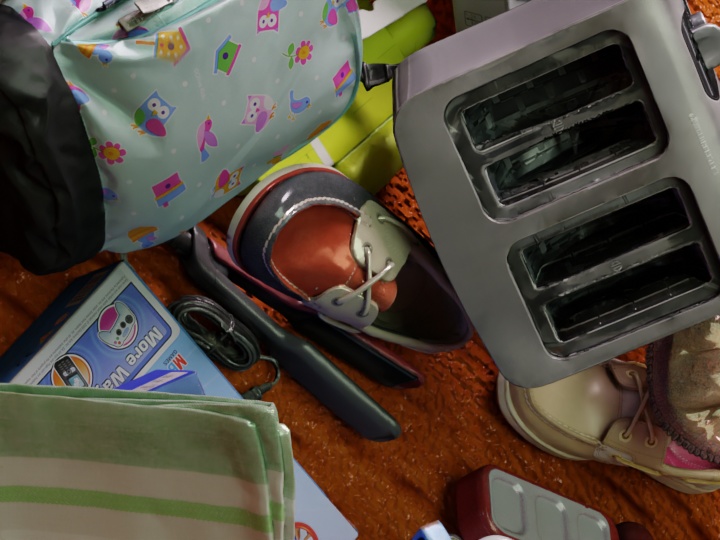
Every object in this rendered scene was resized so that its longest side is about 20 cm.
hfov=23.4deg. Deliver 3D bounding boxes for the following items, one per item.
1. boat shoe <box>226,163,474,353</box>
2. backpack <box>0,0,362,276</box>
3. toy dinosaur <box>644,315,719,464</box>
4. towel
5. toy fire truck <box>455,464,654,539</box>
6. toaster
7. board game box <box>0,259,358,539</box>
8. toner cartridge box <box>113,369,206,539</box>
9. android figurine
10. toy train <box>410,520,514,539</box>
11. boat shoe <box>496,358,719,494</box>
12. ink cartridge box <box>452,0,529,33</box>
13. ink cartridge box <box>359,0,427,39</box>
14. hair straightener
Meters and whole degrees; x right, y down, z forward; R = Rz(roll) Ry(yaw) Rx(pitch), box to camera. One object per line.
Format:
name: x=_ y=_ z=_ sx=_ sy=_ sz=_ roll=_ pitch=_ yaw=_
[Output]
boat shoe: x=0.000 y=0.000 z=0.921 sx=0.071 sy=0.063 sz=0.200 roll=-51 pitch=150 yaw=6
backpack: x=-0.099 y=-0.098 z=0.835 sx=0.199 sy=0.168 sz=0.126 roll=-35 pitch=57 yaw=-26
toy dinosaur: x=0.195 y=0.045 z=1.021 sx=0.134 sy=0.086 sz=0.202 roll=10 pitch=61 yaw=-20
towel: x=-0.095 y=0.151 z=0.745 sx=0.023 sy=0.151 sz=0.202 roll=-28 pitch=118 yaw=-66
toy fire truck: x=0.140 y=0.212 z=1.013 sx=0.199 sy=0.112 sz=0.169 roll=23 pitch=49 yaw=-31
toaster: x=0.113 y=-0.055 z=0.933 sx=0.119 sy=0.198 sz=0.182 roll=-79 pitch=145 yaw=-73
board game box: x=-0.126 y=0.135 z=0.857 sx=0.196 sy=0.056 sz=0.200 roll=51 pitch=57 yaw=-17
toner cartridge box: x=-0.068 y=0.147 z=0.799 sx=0.043 sy=0.095 sz=0.202 roll=-21 pitch=93 yaw=-16
android figurine: x=-0.040 y=-0.120 z=0.983 sx=0.200 sy=0.041 sz=0.183 roll=-41 pitch=105 yaw=-36
toy train: x=0.022 y=0.195 z=0.872 sx=0.114 sy=0.200 sz=0.087 roll=-22 pitch=65 yaw=-34
boat shoe: x=0.174 y=0.088 z=1.076 sx=0.199 sy=0.069 sz=0.074 roll=19 pitch=70 yaw=-32
ink cartridge box: x=0.106 y=-0.227 z=1.038 sx=0.174 sy=0.043 sz=0.201 roll=-56 pitch=153 yaw=-30
ink cartridge box: x=-0.033 y=-0.226 z=0.948 sx=0.200 sy=0.067 sz=0.116 roll=51 pitch=41 yaw=1
hair straightener: x=-0.053 y=0.039 z=0.938 sx=0.200 sy=0.041 sz=0.077 roll=38 pitch=61 yaw=-26
